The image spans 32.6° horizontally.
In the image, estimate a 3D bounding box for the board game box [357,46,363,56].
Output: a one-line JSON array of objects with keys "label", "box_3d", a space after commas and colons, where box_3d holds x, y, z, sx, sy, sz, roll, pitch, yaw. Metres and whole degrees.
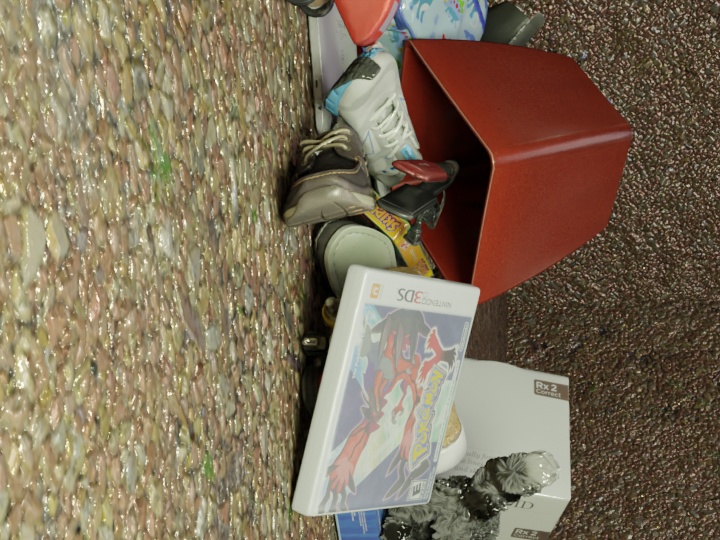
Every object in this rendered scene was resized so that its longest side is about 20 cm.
[{"label": "board game box", "box_3d": [0.014, -0.357, 1.349, 0.152, 0.046, 0.200, -80, 164, -51]}]

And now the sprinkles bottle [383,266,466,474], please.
[{"label": "sprinkles bottle", "box_3d": [0.047, 0.095, 1.130, 0.068, 0.068, 0.200, -78, 157, -55]}]

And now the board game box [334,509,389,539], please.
[{"label": "board game box", "box_3d": [0.009, 0.178, 1.205, 0.199, 0.043, 0.200, -76, 161, -60]}]

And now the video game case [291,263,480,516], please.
[{"label": "video game case", "box_3d": [0.027, 0.102, 1.026, 0.182, 0.023, 0.200, 9, 95, -55]}]

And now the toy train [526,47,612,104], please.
[{"label": "toy train", "box_3d": [0.202, -0.199, 1.458, 0.114, 0.200, 0.087, -53, 158, 11]}]

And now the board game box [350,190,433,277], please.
[{"label": "board game box", "box_3d": [0.022, -0.041, 1.219, 0.096, 0.030, 0.200, 44, -1, 18]}]

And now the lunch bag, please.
[{"label": "lunch bag", "box_3d": [0.065, -0.280, 1.290, 0.161, 0.082, 0.200, -66, 152, -23]}]

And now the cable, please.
[{"label": "cable", "box_3d": [-0.013, 0.078, 1.077, 0.200, 0.050, 0.097, 26, 64, -77]}]

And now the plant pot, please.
[{"label": "plant pot", "box_3d": [0.154, -0.112, 1.239, 0.200, 0.176, 0.200, 96, -26, -44]}]

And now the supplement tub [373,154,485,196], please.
[{"label": "supplement tub", "box_3d": [0.093, -0.117, 1.461, 0.200, 0.145, 0.145, -37, 124, -78]}]

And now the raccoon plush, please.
[{"label": "raccoon plush", "box_3d": [0.114, 0.238, 1.154, 0.134, 0.200, 0.097, 27, 48, -62]}]

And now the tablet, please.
[{"label": "tablet", "box_3d": [-0.023, -0.201, 1.198, 0.200, 0.014, 0.130, -41, 129, -77]}]

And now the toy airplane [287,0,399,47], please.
[{"label": "toy airplane", "box_3d": [0.006, -0.314, 1.020, 0.199, 0.141, 0.200, 76, 15, -46]}]

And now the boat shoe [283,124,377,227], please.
[{"label": "boat shoe", "box_3d": [-0.029, -0.078, 1.003, 0.200, 0.074, 0.073, -69, 147, -87]}]

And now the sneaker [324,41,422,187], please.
[{"label": "sneaker", "box_3d": [0.022, -0.130, 1.092, 0.075, 0.087, 0.200, -45, 169, -9]}]

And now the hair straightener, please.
[{"label": "hair straightener", "box_3d": [0.049, -0.063, 1.090, 0.200, 0.041, 0.077, -37, 151, -76]}]

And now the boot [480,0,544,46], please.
[{"label": "boot", "box_3d": [0.117, -0.269, 1.432, 0.077, 0.138, 0.200, 31, 9, -48]}]

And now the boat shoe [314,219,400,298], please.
[{"label": "boat shoe", "box_3d": [0.000, 0.000, 1.151, 0.072, 0.061, 0.201, -50, 149, -3]}]

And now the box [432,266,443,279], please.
[{"label": "box", "box_3d": [0.105, 0.014, 1.441, 0.200, 0.035, 0.110, -48, -173, 22]}]

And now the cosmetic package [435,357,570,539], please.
[{"label": "cosmetic package", "box_3d": [0.130, 0.224, 1.388, 0.200, 0.164, 0.165, 104, -6, -49]}]
